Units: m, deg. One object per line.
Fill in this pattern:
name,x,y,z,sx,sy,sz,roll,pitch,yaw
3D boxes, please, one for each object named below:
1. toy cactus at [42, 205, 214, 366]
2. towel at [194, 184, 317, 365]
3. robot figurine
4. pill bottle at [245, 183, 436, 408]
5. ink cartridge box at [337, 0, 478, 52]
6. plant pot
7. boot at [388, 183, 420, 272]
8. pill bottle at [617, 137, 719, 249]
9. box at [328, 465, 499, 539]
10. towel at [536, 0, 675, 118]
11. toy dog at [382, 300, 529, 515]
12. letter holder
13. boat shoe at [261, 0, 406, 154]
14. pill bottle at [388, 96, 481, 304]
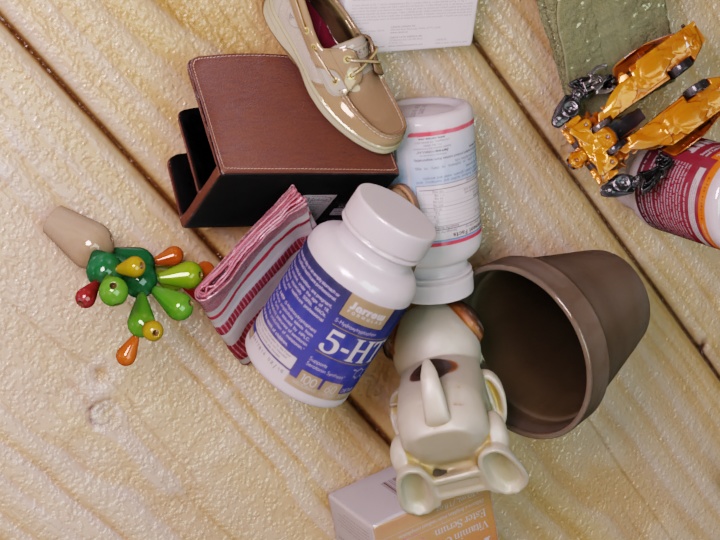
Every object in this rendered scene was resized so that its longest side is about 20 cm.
toy cactus,-0.229,0.003,1.555,0.164,0.200,0.103,34,110,8
towel,-0.090,0.012,1.626,0.144,0.023,0.200,-47,159,-11
robot figurine,0.305,-0.170,1.776,0.199,0.058,0.146,-35,87,1
pill bottle,-0.016,0.022,1.594,0.119,0.120,0.201,19,116,-32
ink cartridge box,0.050,-0.320,1.648,0.159,0.050,0.202,-8,119,-27
plant pot,0.224,0.060,1.804,0.173,0.199,0.202,-25,115,-39
boot,0.000,0.000,1.674,0.075,0.074,0.201,-3,130,-39
pill bottle,0.371,-0.092,1.826,0.112,0.200,0.114,-8,107,-28
box,0.068,0.324,1.817,0.151,0.106,0.202,-21,112,-24
towel,0.271,-0.260,1.793,0.148,0.037,0.201,-30,127,-9
toy dog,0.078,0.126,1.731,0.138,0.201,0.194,-21,133,16
letter holder,-0.085,-0.129,1.617,0.198,0.101,0.143,-2,62,-32
boat shoe,-0.019,-0.205,1.595,0.201,0.066,0.074,51,47,3
pill bottle,0.071,-0.073,1.713,0.108,0.109,0.202,-14,110,-26
